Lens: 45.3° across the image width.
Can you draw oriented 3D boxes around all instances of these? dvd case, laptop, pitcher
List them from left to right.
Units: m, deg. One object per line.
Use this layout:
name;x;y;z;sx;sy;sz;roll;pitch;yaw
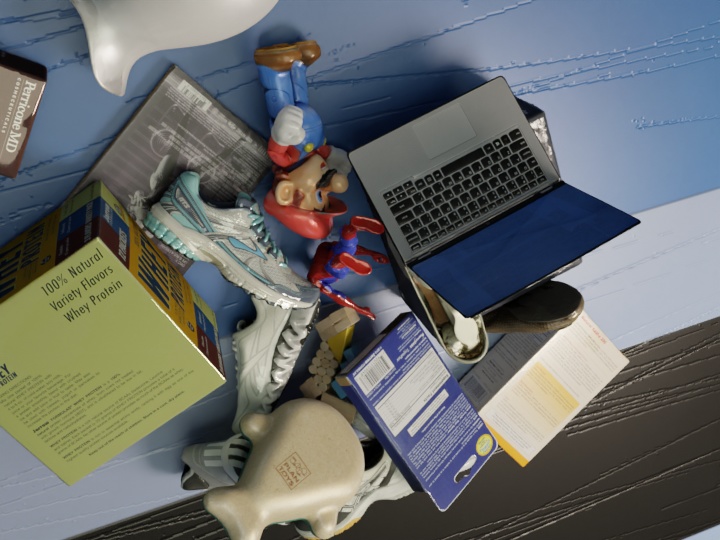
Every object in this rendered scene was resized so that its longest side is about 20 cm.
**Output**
pitcher;-0.178;-0.280;0.782;0.198;0.121;0.173;-27;104;6
dvd case;-0.199;-0.090;0.904;0.148;0.016;0.200;38;95;-30
laptop;0.118;-0.079;0.813;0.186;0.116;0.201;-27;85;-11

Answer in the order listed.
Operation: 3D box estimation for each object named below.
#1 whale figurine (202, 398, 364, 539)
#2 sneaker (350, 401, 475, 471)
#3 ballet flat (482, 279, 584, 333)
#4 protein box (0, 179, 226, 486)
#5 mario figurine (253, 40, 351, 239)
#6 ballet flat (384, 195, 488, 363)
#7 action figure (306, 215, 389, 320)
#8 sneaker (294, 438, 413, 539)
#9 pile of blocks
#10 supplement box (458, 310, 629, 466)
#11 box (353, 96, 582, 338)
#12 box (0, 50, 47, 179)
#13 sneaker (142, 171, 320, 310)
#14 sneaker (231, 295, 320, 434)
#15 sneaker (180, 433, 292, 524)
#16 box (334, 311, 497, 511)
whale figurine;-0.088;0.229;0.941;0.160;0.104;0.199;52;46;5
sneaker;0.089;0.176;1.090;0.199;0.075;0.116;26;105;-24
ballet flat;0.183;0.052;1.013;0.046;0.199;0.068;52;56;-22
protein box;-0.275;0.062;0.862;0.198;0.135;0.201;-33;122;3
mario figurine;-0.046;-0.131;0.886;0.123;0.106;0.202;-19;112;-31
ballet flat;0.086;0.013;0.894;0.067;0.064;0.201;-28;118;-1
action figure;0.000;0.000;0.917;0.098;0.200;0.066;23;77;-13
sneaker;-0.014;0.250;1.050;0.199;0.076;0.088;-35;115;17
pile of blocks;-0.026;0.131;1.032;0.081;0.062;0.202;24;111;16
supplement box;0.233;0.138;1.127;0.200;0.074;0.126;-45;119;3
box;0.122;-0.065;0.975;0.198;0.118;0.198;-26;119;-6
box;-0.393;-0.165;0.769;0.198;0.075;0.101;16;106;-27
sneaker;-0.119;-0.030;0.893;0.199;0.078;0.087;31;92;-15
sneaker;-0.114;0.103;0.997;0.080;0.075;0.202;24;111;0
sneaker;-0.154;0.251;1.048;0.114;0.076;0.201;-4;143;18
box;0.069;0.164;0.998;0.121;0.032;0.201;-41;103;-31
